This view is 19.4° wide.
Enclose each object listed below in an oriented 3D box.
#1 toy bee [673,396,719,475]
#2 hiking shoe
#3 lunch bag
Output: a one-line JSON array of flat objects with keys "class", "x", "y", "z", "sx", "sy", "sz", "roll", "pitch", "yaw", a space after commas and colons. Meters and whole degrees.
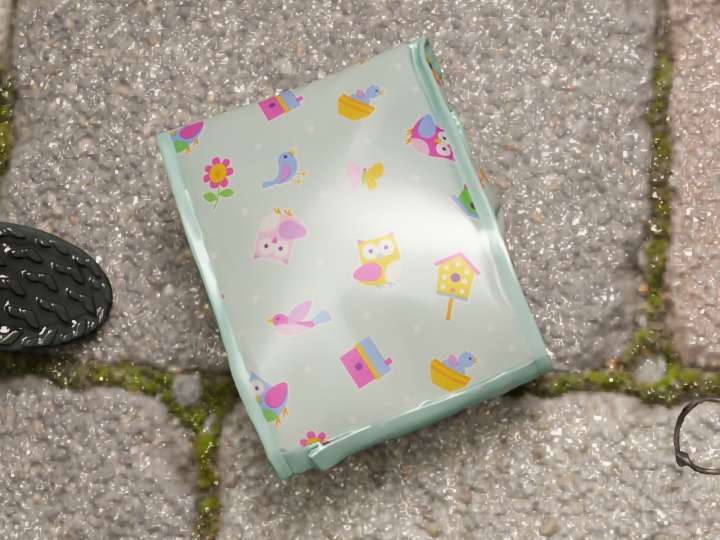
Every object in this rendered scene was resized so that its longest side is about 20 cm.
[{"class": "toy bee", "x": 0.247, "y": 0.136, "z": 1.089, "sx": 0.131, "sy": 0.109, "sz": 0.201, "roll": -8, "pitch": 105, "yaw": 21}, {"class": "hiking shoe", "x": -0.244, "y": 0.010, "z": 1.209, "sx": 0.199, "sy": 0.087, "sz": 0.075, "roll": 2, "pitch": 87, "yaw": -14}, {"class": "lunch bag", "x": 0.000, "y": 0.000, "z": 1.149, "sx": 0.170, "sy": 0.122, "sz": 0.200, "roll": -21, "pitch": 68, "yaw": 2}]
